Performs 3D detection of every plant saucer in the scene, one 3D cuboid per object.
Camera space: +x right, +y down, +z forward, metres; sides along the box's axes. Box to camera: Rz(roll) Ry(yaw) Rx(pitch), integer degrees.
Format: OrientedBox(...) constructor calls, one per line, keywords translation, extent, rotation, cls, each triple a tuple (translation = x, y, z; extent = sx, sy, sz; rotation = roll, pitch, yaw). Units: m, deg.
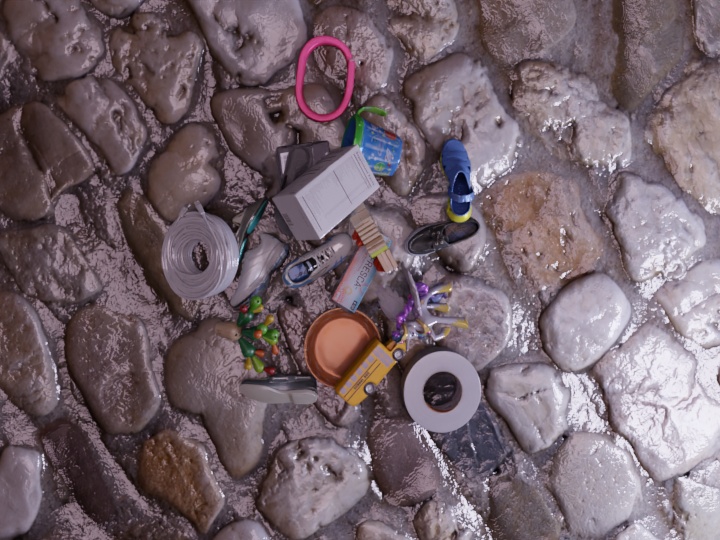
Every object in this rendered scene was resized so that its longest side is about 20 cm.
OrientedBox(translation=(-0.044, 0.191, 1.703), extent=(0.194, 0.037, 0.207), rotation=(0, 95, -6), cls="plant saucer")

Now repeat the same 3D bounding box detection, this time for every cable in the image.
OrientedBox(translation=(-0.380, -0.035, 1.613), extent=(0.200, 0.069, 0.201), rotation=(-45, 77, 17), cls="cable")

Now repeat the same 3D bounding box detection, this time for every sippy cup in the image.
OrientedBox(translation=(0.027, -0.287, 1.632), extent=(0.127, 0.141, 0.181), rotation=(12, 117, -15), cls="sippy cup")

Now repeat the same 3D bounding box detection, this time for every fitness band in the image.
OrientedBox(translation=(-0.086, -0.460, 1.649), extent=(0.139, 0.037, 0.206), rotation=(7, 93, -5), cls="fitness band")

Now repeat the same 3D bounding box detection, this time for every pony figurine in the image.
OrientedBox(translation=(0.140, 0.089, 1.653), extent=(0.195, 0.167, 0.197), rotation=(-10, 65, -29), cls="pony figurine")

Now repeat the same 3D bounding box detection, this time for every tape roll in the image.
OrientedBox(translation=(0.200, 0.297, 1.718), extent=(0.194, 0.066, 0.207), rotation=(0, 94, -4), cls="tape roll")

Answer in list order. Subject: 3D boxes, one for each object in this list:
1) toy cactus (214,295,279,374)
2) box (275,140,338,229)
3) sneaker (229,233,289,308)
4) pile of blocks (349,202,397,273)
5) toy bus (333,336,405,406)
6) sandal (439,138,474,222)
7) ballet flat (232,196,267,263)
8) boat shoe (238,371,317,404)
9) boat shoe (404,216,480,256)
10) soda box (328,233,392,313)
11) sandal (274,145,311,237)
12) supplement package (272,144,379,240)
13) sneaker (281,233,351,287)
OrientedBox(translation=(-0.276, 0.158, 1.650), extent=(0.160, 0.103, 0.205), rotation=(6, 124, 16), cls="toy cactus")
OrientedBox(translation=(-0.126, -0.194, 1.628), extent=(0.128, 0.115, 0.206), rotation=(-7, 94, -3), cls="box")
OrientedBox(translation=(-0.256, 0.002, 1.663), extent=(0.086, 0.075, 0.202), rotation=(36, 88, 11), cls="sneaker")
OrientedBox(translation=(0.019, -0.073, 1.590), extent=(0.061, 0.083, 0.202), rotation=(-29, 118, 3), cls="pile of blocks")
OrientedBox(translation=(0.027, 0.234, 1.663), extent=(0.078, 0.065, 0.201), rotation=(40, 91, -5), cls="toy bus")
OrientedBox(translation=(0.240, -0.226, 1.658), extent=(0.077, 0.087, 0.206), rotation=(-8, 77, -2), cls="sandal")
OrientedBox(translation=(-0.290, -0.094, 1.646), extent=(0.062, 0.067, 0.204), rotation=(25, 92, 1), cls="ballet flat")
OrientedBox(translation=(-0.202, 0.287, 1.696), extent=(0.194, 0.074, 0.063), rotation=(4, 51, 2), cls="boat shoe")
OrientedBox(translation=(0.203, -0.088, 1.692), extent=(0.195, 0.057, 0.070), rotation=(-20, 96, -3), cls="boat shoe")
OrientedBox(translation=(0.000, 0.000, 1.661), extent=(0.067, 0.064, 0.203), rotation=(30, 81, -6), cls="soda box")
OrientedBox(translation=(-0.154, -0.179, 1.545), extent=(0.073, 0.048, 0.207), rotation=(7, 94, -5), cls="sandal")
OrientedBox(translation=(-0.074, -0.171, 1.500), extent=(0.199, 0.108, 0.115), rotation=(-42, 113, -27), cls="supplement package")
OrientedBox(translation=(-0.102, -0.021, 1.665), extent=(0.198, 0.072, 0.073), rotation=(-34, 95, -3), cls="sneaker")
